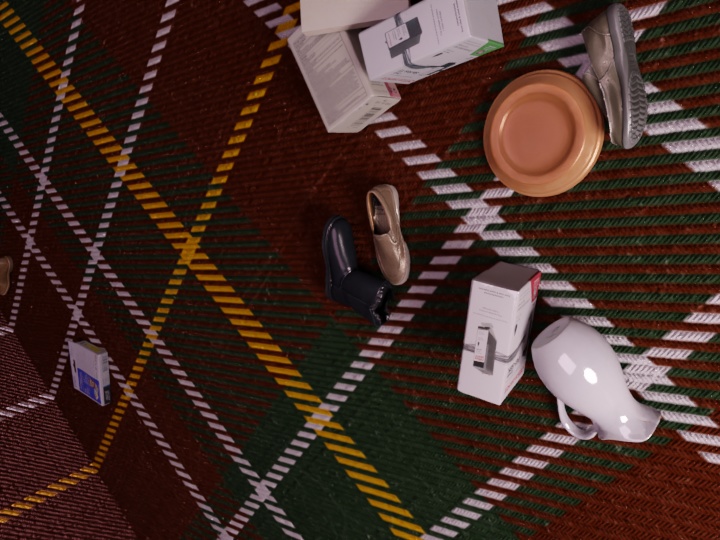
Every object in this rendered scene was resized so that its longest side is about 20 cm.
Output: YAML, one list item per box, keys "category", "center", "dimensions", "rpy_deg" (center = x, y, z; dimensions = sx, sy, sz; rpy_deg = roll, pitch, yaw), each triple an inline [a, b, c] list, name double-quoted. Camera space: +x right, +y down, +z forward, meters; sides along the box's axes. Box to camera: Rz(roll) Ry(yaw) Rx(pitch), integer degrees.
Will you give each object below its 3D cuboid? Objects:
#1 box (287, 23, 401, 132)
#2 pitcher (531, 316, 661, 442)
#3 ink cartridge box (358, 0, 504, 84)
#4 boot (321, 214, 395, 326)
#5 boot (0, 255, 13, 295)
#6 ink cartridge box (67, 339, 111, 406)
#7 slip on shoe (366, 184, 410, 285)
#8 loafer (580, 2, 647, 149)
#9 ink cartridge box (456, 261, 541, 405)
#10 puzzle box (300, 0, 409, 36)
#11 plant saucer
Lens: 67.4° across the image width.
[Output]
- category: "box"
  center: [-0.031, -0.384, 1.032]
  dimensions: [0.127, 0.108, 0.204]
  rpy_deg: [-27, 85, 36]
- category: "pitcher"
  center: [0.361, 0.190, 0.896]
  dimensions: [0.201, 0.121, 0.171]
  rpy_deg: [50, 141, 2]
- category: "ink cartridge box"
  center: [0.117, -0.385, 0.901]
  dimensions: [0.197, 0.146, 0.085]
  rpy_deg: [-8, 98, 38]
- category: "boot"
  center: [0.000, 0.000, 1.117]
  dimensions: [0.166, 0.076, 0.205]
  rpy_deg: [23, 121, 39]
- category: "boot"
  center: [-1.495, 0.025, 2.232]
  dimensions: [0.073, 0.075, 0.202]
  rpy_deg: [41, 123, 18]
- category: "ink cartridge box"
  center: [-0.981, 0.363, 1.960]
  dimensions: [0.197, 0.047, 0.202]
  rpy_deg: [16, 112, 34]
- category: "slip on shoe"
  center: [0.051, -0.069, 1.081]
  dimensions: [0.075, 0.060, 0.205]
  rpy_deg: [1, 102, 35]
- category: "loafer"
  center: [0.370, -0.279, 0.796]
  dimensions: [0.069, 0.074, 0.205]
  rpy_deg: [-6, 94, 48]
- category: "ink cartridge box"
  center: [0.240, 0.103, 0.932]
  dimensions: [0.081, 0.146, 0.205]
  rpy_deg: [14, 111, 30]
- category: "puzzle box"
  center: [-0.011, -0.489, 0.933]
  dimensions: [0.195, 0.025, 0.137]
  rpy_deg: [-1, 93, 15]
- category: "plant saucer"
  center: [0.290, -0.222, 0.883]
  dimensions: [0.197, 0.037, 0.205]
  rpy_deg: [10, 107, 33]
